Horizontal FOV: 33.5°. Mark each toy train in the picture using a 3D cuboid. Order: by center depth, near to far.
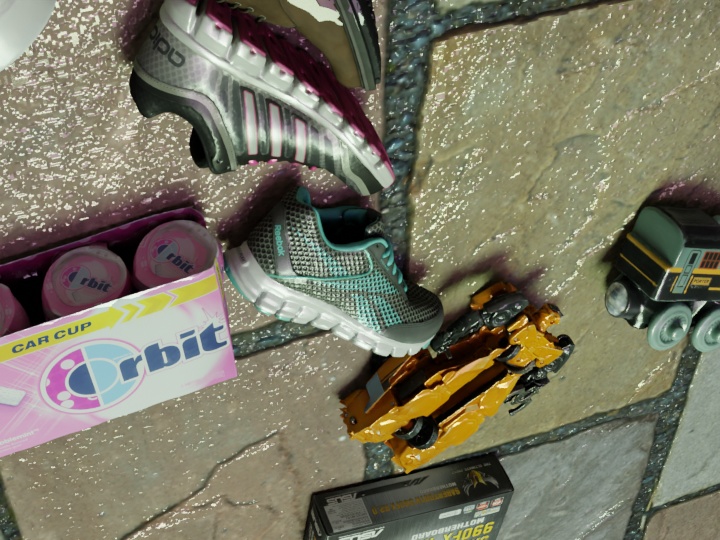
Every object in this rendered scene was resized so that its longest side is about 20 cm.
[{"bbox_3d":[0.301,0.005,1.036,0.197,0.085,0.115,2,121,-31],"label":"toy train"}]

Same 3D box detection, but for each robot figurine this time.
[{"bbox_3d":[0.084,0.086,1.011,0.199,0.059,0.145,-39,138,12],"label":"robot figurine"}]

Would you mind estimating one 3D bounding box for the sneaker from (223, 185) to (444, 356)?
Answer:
[{"bbox_3d":[0.000,0.000,0.870,0.198,0.078,0.092,18,118,-41],"label":"sneaker"}]

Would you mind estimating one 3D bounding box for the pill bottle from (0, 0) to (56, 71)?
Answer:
[{"bbox_3d":[-0.227,-0.179,0.535,0.112,0.114,0.200,-33,139,5],"label":"pill bottle"}]

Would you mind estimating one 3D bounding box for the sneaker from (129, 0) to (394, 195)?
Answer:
[{"bbox_3d":[-0.062,-0.093,0.742,0.087,0.074,0.199,-44,131,18],"label":"sneaker"}]

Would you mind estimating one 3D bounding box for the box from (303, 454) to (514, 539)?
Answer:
[{"bbox_3d":[0.040,0.266,1.173,0.197,0.049,0.160,-8,134,-22],"label":"box"}]

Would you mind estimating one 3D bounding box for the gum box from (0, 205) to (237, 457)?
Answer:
[{"bbox_3d":[-0.181,0.042,0.814,0.197,0.067,0.115,-18,139,-12],"label":"gum box"}]

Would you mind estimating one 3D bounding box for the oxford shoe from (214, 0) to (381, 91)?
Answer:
[{"bbox_3d":[-0.045,-0.173,0.686,0.083,0.074,0.201,-19,139,15],"label":"oxford shoe"}]
